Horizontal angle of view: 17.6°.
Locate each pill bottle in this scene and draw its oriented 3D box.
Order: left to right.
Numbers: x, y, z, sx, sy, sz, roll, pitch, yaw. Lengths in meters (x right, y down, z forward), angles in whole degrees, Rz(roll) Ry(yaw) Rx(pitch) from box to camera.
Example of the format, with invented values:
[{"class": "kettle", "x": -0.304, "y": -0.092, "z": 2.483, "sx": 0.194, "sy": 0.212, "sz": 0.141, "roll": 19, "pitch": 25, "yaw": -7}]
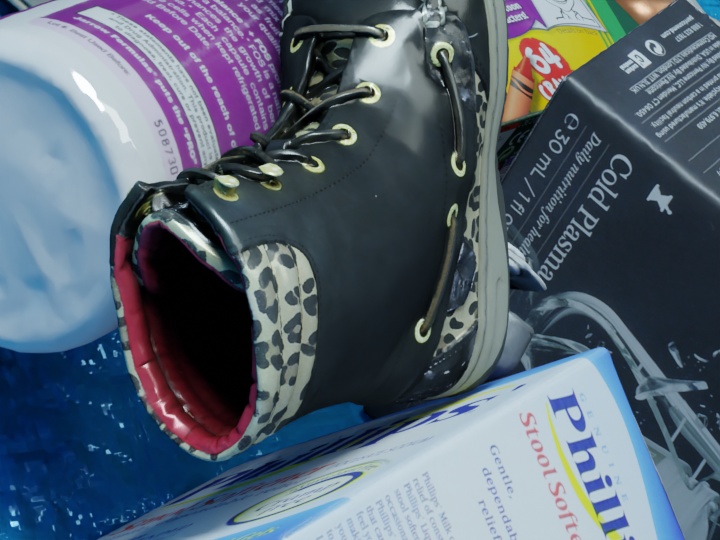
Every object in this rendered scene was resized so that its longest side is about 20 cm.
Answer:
[{"class": "pill bottle", "x": -0.071, "y": -0.052, "z": 0.833, "sx": 0.113, "sy": 0.112, "sz": 0.200, "roll": 57, "pitch": 34, "yaw": 1}]

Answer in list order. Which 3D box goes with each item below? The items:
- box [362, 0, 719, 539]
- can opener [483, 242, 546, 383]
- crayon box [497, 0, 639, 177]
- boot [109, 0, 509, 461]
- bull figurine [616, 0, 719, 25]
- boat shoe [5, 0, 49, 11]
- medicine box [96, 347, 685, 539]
[{"class": "box", "x": 0.140, "y": 0.033, "z": 0.967, "sx": 0.196, "sy": 0.200, "sz": 0.124, "roll": 39, "pitch": 37, "yaw": 12}, {"class": "can opener", "x": 0.000, "y": 0.000, "z": 0.908, "sx": 0.053, "sy": 0.200, "sz": 0.067, "roll": 35, "pitch": 77, "yaw": -27}, {"class": "crayon box", "x": 0.031, "y": -0.121, "z": 1.084, "sx": 0.173, "sy": 0.058, "sz": 0.200, "roll": 48, "pitch": 35, "yaw": 16}, {"class": "boot", "x": -0.016, "y": -0.046, "z": 0.745, "sx": 0.153, "sy": 0.073, "sz": 0.205, "roll": -17, "pitch": 102, "yaw": -56}, {"class": "bull figurine", "x": 0.170, "y": -0.124, "z": 1.232, "sx": 0.200, "sy": 0.121, "sz": 0.065, "roll": 44, "pitch": 3, "yaw": -5}, {"class": "boat shoe", "x": -0.145, "y": -0.154, "z": 0.953, "sx": 0.200, "sy": 0.067, "sz": 0.057, "roll": 46, "pitch": 23, "yaw": -20}, {"class": "medicine box", "x": -0.015, "y": 0.121, "z": 0.785, "sx": 0.200, "sy": 0.182, "sz": 0.103, "roll": -26, "pitch": 94, "yaw": -52}]
